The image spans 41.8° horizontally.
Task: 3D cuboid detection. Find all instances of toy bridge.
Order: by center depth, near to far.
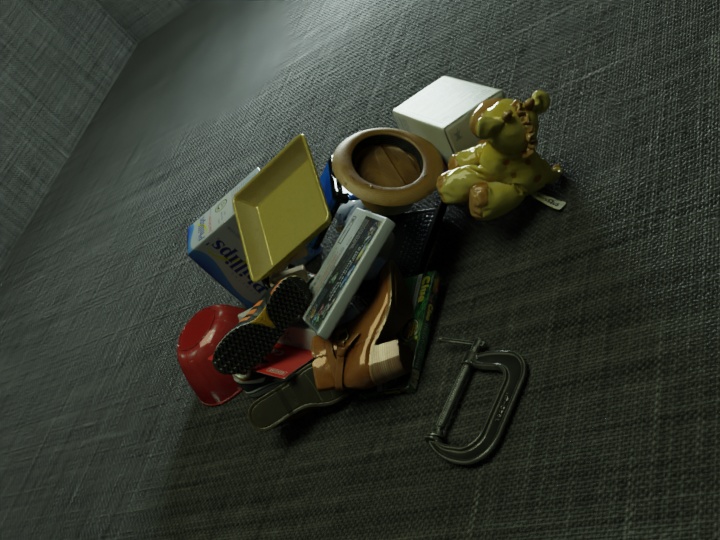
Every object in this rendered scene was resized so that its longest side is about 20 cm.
[{"bbox_3d":[-0.126,0.014,1.651,0.066,0.027,0.201,-16,30,7],"label":"toy bridge"}]

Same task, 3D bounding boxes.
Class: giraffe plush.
[{"bbox_3d":[0.212,-0.184,1.411,0.198,0.163,0.173,13,46,28],"label":"giraffe plush"}]

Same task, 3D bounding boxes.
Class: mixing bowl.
[{"bbox_3d":[-0.270,0.139,1.766,0.199,0.108,0.201,-31,34,24],"label":"mixing bowl"}]

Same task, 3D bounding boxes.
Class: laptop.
[{"bbox_3d":[0.073,-0.064,1.564,0.198,0.103,0.179,-5,49,38],"label":"laptop"}]

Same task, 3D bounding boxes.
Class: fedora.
[{"bbox_3d":[0.044,-0.155,1.574,0.198,0.082,0.202,1,45,-1],"label":"fedora"}]

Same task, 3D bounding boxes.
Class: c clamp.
[{"bbox_3d":[0.146,0.174,1.278,0.170,0.027,0.201,-7,47,42],"label":"c clamp"}]

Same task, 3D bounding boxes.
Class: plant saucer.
[{"bbox_3d":[-0.130,-0.104,1.657,0.199,0.048,0.202,-39,51,28],"label":"plant saucer"}]

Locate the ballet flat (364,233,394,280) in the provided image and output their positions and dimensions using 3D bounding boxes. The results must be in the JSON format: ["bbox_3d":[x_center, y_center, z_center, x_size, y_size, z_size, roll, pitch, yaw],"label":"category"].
[{"bbox_3d":[0.000,0.000,1.564,0.200,0.068,0.064,-41,50,50],"label":"ballet flat"}]

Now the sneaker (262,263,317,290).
[{"bbox_3d":[-0.114,0.031,1.716,0.199,0.080,0.072,-4,47,50],"label":"sneaker"}]

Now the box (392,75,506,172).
[{"bbox_3d":[0.165,-0.249,1.637,0.127,0.110,0.200,-34,28,-10],"label":"box"}]

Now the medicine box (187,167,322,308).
[{"bbox_3d":[-0.207,-0.061,1.844,0.199,0.182,0.103,-39,30,14],"label":"medicine box"}]

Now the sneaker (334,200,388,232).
[{"bbox_3d":[-0.008,-0.069,1.718,0.115,0.074,0.201,-16,32,44],"label":"sneaker"}]

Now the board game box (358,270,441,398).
[{"bbox_3d":[0.062,0.098,1.452,0.104,0.023,0.202,-17,48,45],"label":"board game box"}]

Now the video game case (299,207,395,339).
[{"bbox_3d":[-0.027,0.000,1.468,0.201,0.023,0.182,-59,16,0],"label":"video game case"}]

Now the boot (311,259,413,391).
[{"bbox_3d":[0.001,0.088,1.438,0.154,0.077,0.202,-16,60,25],"label":"boot"}]

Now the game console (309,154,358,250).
[{"bbox_3d":[-0.012,-0.129,1.719,0.172,0.117,0.201,-62,15,22],"label":"game console"}]

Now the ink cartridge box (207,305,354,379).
[{"bbox_3d":[-0.134,0.105,1.565,0.198,0.045,0.176,7,27,42],"label":"ink cartridge box"}]

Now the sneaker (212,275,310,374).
[{"bbox_3d":[-0.157,0.088,1.524,0.200,0.070,0.090,-46,6,0],"label":"sneaker"}]

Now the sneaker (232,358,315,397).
[{"bbox_3d":[-0.143,0.150,1.620,0.199,0.079,0.079,-31,32,24],"label":"sneaker"}]

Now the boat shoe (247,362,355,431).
[{"bbox_3d":[-0.084,0.190,1.497,0.198,0.073,0.068,-23,-8,7],"label":"boat shoe"}]
